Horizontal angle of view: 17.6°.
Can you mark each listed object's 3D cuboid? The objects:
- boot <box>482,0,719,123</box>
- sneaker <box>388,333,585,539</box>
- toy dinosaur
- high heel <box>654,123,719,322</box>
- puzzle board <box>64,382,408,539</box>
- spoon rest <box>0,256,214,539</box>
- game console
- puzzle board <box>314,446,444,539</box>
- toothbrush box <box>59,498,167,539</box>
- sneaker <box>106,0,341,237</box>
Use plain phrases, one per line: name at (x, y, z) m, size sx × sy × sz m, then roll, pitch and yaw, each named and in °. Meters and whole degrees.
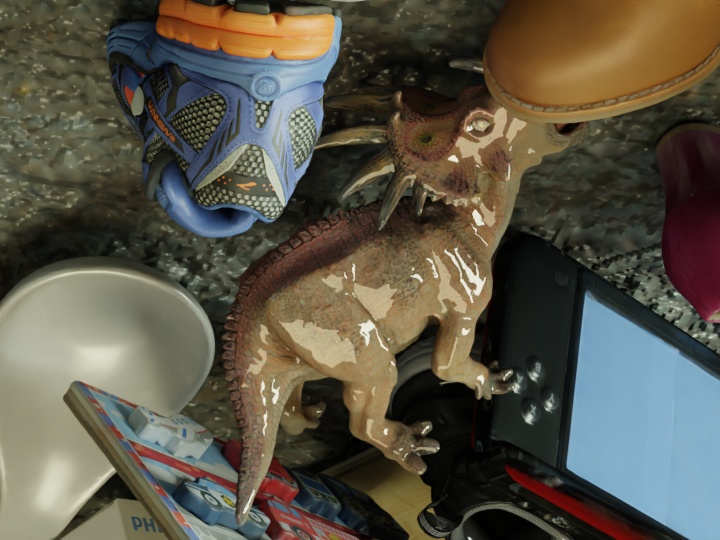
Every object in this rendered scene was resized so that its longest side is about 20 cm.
boot at (0.111, -0.132, 0.778) m, size 0.199 × 0.077 × 0.155 m, roll -24°, pitch 156°, yaw 14°
sneaker at (0.102, 0.106, 1.055) m, size 0.199 × 0.114 × 0.076 m, roll 19°, pitch 135°, yaw -24°
toy dinosaur at (0.000, 0.000, 0.914) m, size 0.200 × 0.086 × 0.136 m, roll -40°, pitch 134°, yaw -10°
high heel at (0.213, 0.001, 0.958) m, size 0.199 × 0.096 × 0.067 m, roll 17°, pitch 135°, yaw -23°
puzzle board at (-0.020, 0.117, 0.984) m, size 0.200 × 0.151 × 0.017 m, roll 27°, pitch 103°, yaw -45°
spoon rest at (-0.131, 0.065, 1.030) m, size 0.099 × 0.061 × 0.200 m, roll 13°, pitch 137°, yaw -19°
game console at (0.153, 0.083, 0.973) m, size 0.199 × 0.173 × 0.118 m, roll 31°, pitch 144°, yaw -34°
puzzle board at (-0.006, 0.149, 1.171) m, size 0.199 × 0.017 × 0.151 m, roll -26°, pitch 135°, yaw 24°
toothbrush box at (-0.062, 0.216, 1.052) m, size 0.086 × 0.201 × 0.145 m, roll -36°, pitch 148°, yaw 31°
sneaker at (-0.057, -0.052, 0.837) m, size 0.075 × 0.079 × 0.200 m, roll 8°, pitch 178°, yaw -8°
